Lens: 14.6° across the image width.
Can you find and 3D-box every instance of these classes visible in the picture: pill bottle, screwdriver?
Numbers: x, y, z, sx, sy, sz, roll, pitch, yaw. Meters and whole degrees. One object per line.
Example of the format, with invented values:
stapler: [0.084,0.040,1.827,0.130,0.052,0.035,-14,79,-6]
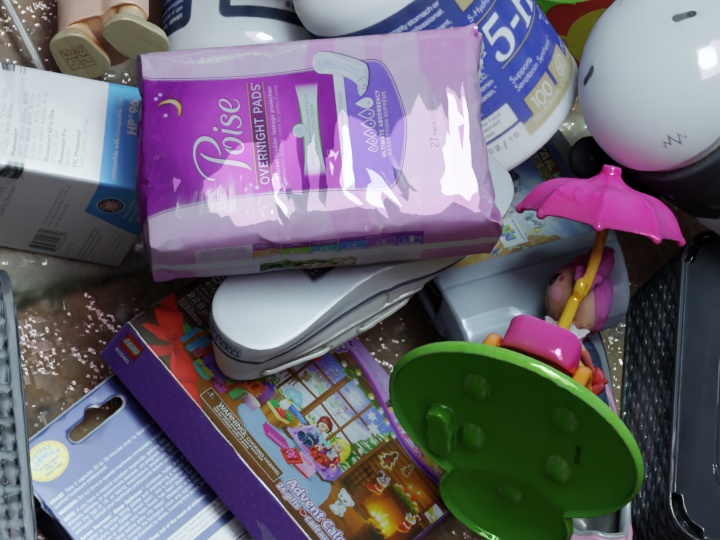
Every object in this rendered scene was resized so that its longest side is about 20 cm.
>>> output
pill bottle: [0.030,-0.156,1.637,0.200,0.119,0.120,52,57,-30]
pill bottle: [-0.066,-0.155,1.704,0.110,0.111,0.201,9,66,-15]
screwdriver: [-0.215,-0.160,1.699,0.029,0.028,0.201,-3,63,-51]

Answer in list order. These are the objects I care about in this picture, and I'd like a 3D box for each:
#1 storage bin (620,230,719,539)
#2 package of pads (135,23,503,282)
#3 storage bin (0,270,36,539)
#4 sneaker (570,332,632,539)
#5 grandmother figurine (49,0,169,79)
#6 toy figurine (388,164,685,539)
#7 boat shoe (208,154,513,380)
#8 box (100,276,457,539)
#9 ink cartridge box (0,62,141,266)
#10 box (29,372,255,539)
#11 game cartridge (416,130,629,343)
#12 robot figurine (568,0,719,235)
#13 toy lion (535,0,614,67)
storage bin: [0.237,0.092,1.717,0.134,0.094,0.201,12,66,-14]
package of pads: [-0.025,-0.065,1.546,0.198,0.076,0.121,-5,71,-3]
storage bin: [-0.235,0.111,1.511,0.093,0.135,0.201,0,69,-18]
sneaker: [0.134,0.092,1.687,0.070,0.082,0.201,2,66,-19]
grandmother figurine: [-0.157,-0.211,1.713,0.120,0.061,0.201,-9,56,12]
toy figurine: [0.119,0.036,1.603,0.149,0.200,0.185,20,58,13]
boat shoe: [0.000,0.000,1.603,0.200,0.066,0.072,-36,72,-22]
box: [-0.039,0.086,1.631,0.200,0.039,0.137,49,42,5]
ink cartridge box: [-0.218,-0.068,1.612,0.199,0.116,0.068,10,66,-16]
box: [-0.099,0.153,1.609,0.121,0.032,0.200,-38,85,-29]
game cartridge: [0.077,-0.040,1.722,0.132,0.042,0.201,-18,60,-20]
robot figurine: [0.213,-0.094,1.652,0.200,0.124,0.151,30,85,-43]
toy lion: [0.164,-0.167,1.739,0.199,0.192,0.069,22,61,-20]
